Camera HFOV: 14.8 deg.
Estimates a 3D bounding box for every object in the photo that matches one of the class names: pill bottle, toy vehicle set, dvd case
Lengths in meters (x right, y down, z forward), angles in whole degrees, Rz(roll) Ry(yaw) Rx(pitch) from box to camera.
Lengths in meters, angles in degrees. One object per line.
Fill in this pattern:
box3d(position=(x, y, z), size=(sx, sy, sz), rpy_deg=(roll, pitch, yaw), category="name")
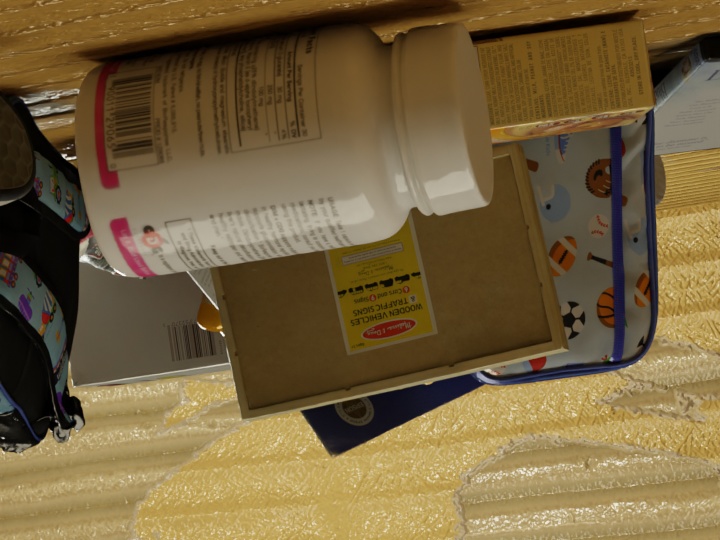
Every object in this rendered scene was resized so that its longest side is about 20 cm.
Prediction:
box3d(position=(-0.037, -0.065, 1.432), size=(0.198, 0.114, 0.113), rpy_deg=(-8, 177, 12), category="pill bottle")
box3d(position=(0.013, 0.008, 1.645), size=(0.198, 0.125, 0.027), rpy_deg=(-13, 175, 10), category="toy vehicle set")
box3d(position=(0.255, -0.116, 1.809), size=(0.142, 0.018, 0.200), rpy_deg=(-7, 165, -16), category="dvd case")

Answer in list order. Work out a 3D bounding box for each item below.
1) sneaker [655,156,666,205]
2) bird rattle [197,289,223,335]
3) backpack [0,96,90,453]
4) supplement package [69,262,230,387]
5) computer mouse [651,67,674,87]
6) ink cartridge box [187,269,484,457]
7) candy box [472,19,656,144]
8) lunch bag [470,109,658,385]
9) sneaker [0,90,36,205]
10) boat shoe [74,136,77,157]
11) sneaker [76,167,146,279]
box3d(position=(0.144, -0.077, 2.186), size=(0.199, 0.076, 0.113), rpy_deg=(3, 171, -43), category="sneaker")
box3d(position=(-0.057, -0.024, 1.918), size=(0.112, 0.164, 0.200), rpy_deg=(12, 178, 31), category="bird rattle")
box3d(position=(-0.227, -0.004, 1.569), size=(0.133, 0.184, 0.200), rpy_deg=(3, 164, 6), category="backpack")
box3d(position=(-0.115, -0.003, 2.061), size=(0.198, 0.157, 0.111), rpy_deg=(-9, 178, 12), category="supplement package")
box3d(position=(0.253, -0.125, 1.862), size=(0.199, 0.034, 0.059), rpy_deg=(-9, 176, 21), category="computer mouse")
box3d(position=(0.000, 0.000, 1.753), size=(0.199, 0.200, 0.041), rpy_deg=(-24, 155, -38), category="ink cartridge box")
box3d(position=(0.062, -0.100, 1.593), size=(0.198, 0.056, 0.115), rpy_deg=(-9, 178, -1), category="candy box")
box3d(position=(0.114, -0.034, 1.718), size=(0.159, 0.202, 0.075), rpy_deg=(-5, -170, -25), category="lunch bag")
box3d(position=(-0.266, -0.051, 1.308), size=(0.146, 0.078, 0.202), rpy_deg=(-24, 158, 38), category="sneaker")
box3d(position=(-0.110, -0.066, 1.655), size=(0.073, 0.076, 0.200), rpy_deg=(-6, 178, 31), category="boat shoe")
box3d(position=(-0.158, -0.035, 1.882), size=(0.074, 0.081, 0.200), rpy_deg=(18, 180, 5), category="sneaker")
